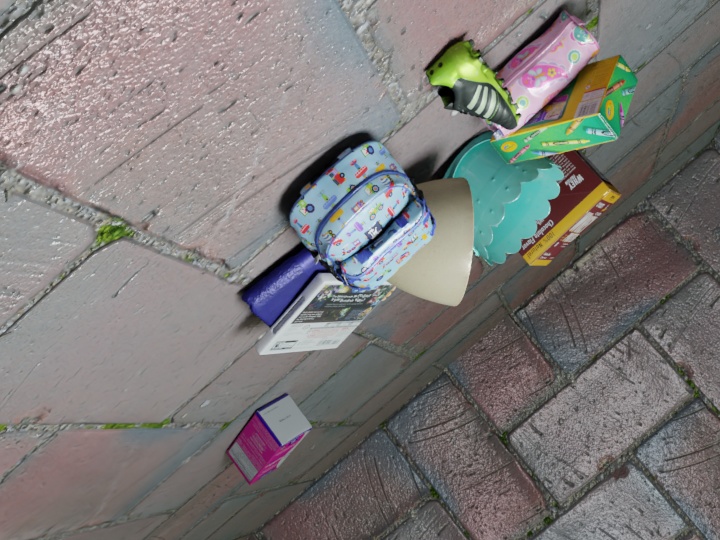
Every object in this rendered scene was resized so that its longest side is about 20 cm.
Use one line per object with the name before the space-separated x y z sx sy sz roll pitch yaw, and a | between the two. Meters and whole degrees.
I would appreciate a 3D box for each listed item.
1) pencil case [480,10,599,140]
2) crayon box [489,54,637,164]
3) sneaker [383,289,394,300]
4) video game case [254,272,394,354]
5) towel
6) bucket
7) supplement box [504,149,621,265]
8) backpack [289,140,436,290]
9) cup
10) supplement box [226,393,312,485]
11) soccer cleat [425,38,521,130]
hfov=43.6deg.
pencil case | 0.252 -0.284 1.320 0.200 0.088 0.087 -41 165 9
crayon box | 0.301 -0.237 1.348 0.199 0.058 0.119 -8 -132 48
sneaker | -0.002 0.031 1.629 0.077 0.078 0.200 17 116 -48
video game case | -0.053 0.069 1.473 0.199 0.023 0.182 1 138 -52
towel | -0.087 0.002 1.405 0.200 0.050 0.148 -38 157 -3
bucket | 0.232 -0.129 1.539 0.207 0.135 0.208 -40 153 -25
supplement box | 0.335 -0.148 1.669 0.197 0.200 0.133 -45 163 18
backpack | 0.002 -0.076 1.226 0.182 0.135 0.200 -40 162 -1
cup | 0.084 -0.048 1.405 0.142 0.202 0.201 3 155 -6
supplement box | -0.213 0.391 2.078 0.101 0.104 0.200 -25 161 -45
soccer cleat | 0.154 -0.239 1.218 0.081 0.068 0.200 -31 148 19
